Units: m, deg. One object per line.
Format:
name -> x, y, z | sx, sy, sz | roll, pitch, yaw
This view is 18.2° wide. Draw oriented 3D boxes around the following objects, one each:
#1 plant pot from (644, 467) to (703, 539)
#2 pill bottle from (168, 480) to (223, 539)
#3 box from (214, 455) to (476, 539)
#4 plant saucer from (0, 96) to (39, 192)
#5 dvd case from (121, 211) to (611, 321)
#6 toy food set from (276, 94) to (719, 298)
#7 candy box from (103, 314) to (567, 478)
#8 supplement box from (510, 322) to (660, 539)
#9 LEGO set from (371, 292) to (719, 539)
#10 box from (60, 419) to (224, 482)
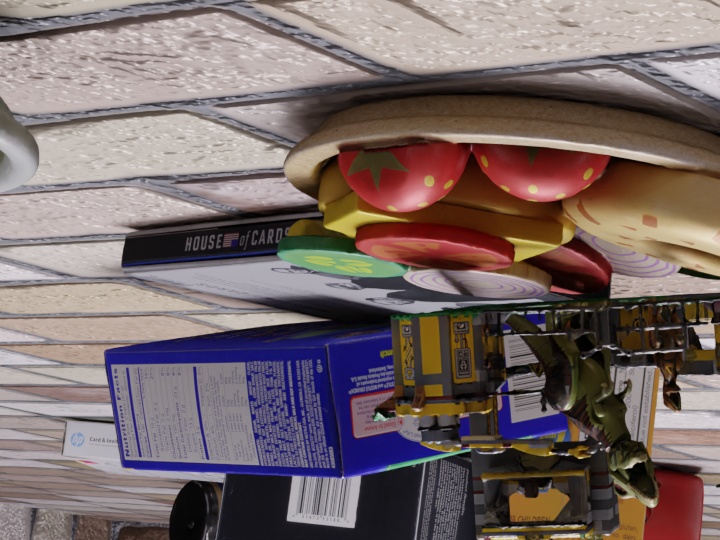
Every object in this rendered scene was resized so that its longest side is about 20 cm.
plant pot -> 0.207, 0.271, 2.038 | 0.182, 0.201, 0.200 | 8, 170, 5
pill bottle -> -0.131, 0.330, 2.832 | 0.200, 0.112, 0.112 | 12, 169, -30
box -> 0.000, 0.221, 2.090 | 0.200, 0.123, 0.198 | 4, 169, 24
plant saucer -> -0.206, -0.069, 0.762 | 0.200, 0.050, 0.200 | 6, 171, 1
dvd case -> 0.000, 0.000, 1.104 | 0.150, 0.025, 0.200 | 14, 169, -40
toy food set -> 0.068, -0.022, 0.866 | 0.200, 0.049, 0.198 | 8, 170, -15
candy box -> -0.016, 0.067, 1.246 | 0.169, 0.077, 0.200 | -7, -177, -40
supplement box -> 0.119, 0.129, 1.264 | 0.069, 0.200, 0.067 | 16, 167, -31
LEGO set -> 0.108, 0.069, 0.892 | 0.200, 0.116, 0.154 | -4, 180, 6
box -> -0.176, 0.184, 2.230 | 0.200, 0.041, 0.156 | 3, 169, 13
